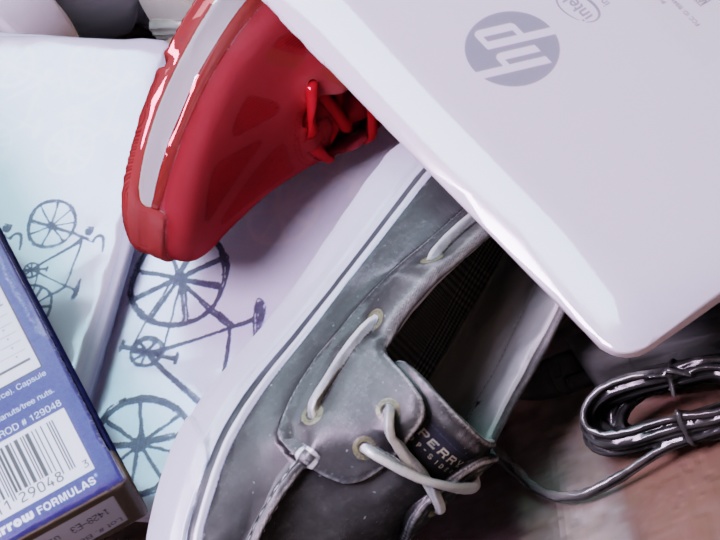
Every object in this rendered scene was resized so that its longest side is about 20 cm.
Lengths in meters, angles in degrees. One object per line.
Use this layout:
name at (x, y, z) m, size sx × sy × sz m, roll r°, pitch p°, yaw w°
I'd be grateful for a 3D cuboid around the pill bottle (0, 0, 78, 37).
pill bottle at (-0.190, -0.027, 0.928) m, size 0.112 × 0.112 × 0.200 m, roll 3°, pitch 53°, yaw 45°

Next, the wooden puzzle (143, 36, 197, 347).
wooden puzzle at (-0.108, -0.001, 0.945) m, size 0.185 × 0.037 × 0.200 m, roll -27°, pitch 32°, yaw 30°

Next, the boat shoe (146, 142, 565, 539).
boat shoe at (0.005, 0.040, 0.723) m, size 0.071 × 0.072 × 0.200 m, roll 5°, pitch 61°, yaw 48°

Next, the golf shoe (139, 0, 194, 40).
golf shoe at (-0.029, -0.173, 1.101) m, size 0.078 × 0.097 × 0.200 m, roll -2°, pitch 38°, yaw 44°

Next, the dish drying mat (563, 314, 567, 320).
dish drying mat at (0.000, 0.000, 0.882) m, size 0.200 × 0.018 × 0.077 m, roll 2°, pitch 42°, yaw 43°

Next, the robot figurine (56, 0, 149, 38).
robot figurine at (-0.148, -0.155, 1.135) m, size 0.200 × 0.113 × 0.170 m, roll -14°, pitch -18°, yaw -15°

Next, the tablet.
tablet at (0.061, -0.072, 0.749) m, size 0.130 × 0.014 × 0.200 m, roll -33°, pitch 62°, yaw -20°

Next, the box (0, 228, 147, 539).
box at (-0.162, 0.025, 0.797) m, size 0.121 × 0.032 × 0.200 m, roll -29°, pitch 59°, yaw -4°

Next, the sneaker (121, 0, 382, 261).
sneaker at (0.017, -0.070, 0.802) m, size 0.115 × 0.078 × 0.200 m, roll 30°, pitch 78°, yaw 13°

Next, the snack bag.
snack bag at (-0.079, -0.001, 0.827) m, size 0.200 × 0.021 × 0.189 m, roll 5°, pitch 60°, yaw 13°

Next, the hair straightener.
hair straightener at (0.111, 0.022, 0.718) m, size 0.200 × 0.041 × 0.077 m, roll -16°, pitch 31°, yaw 25°
